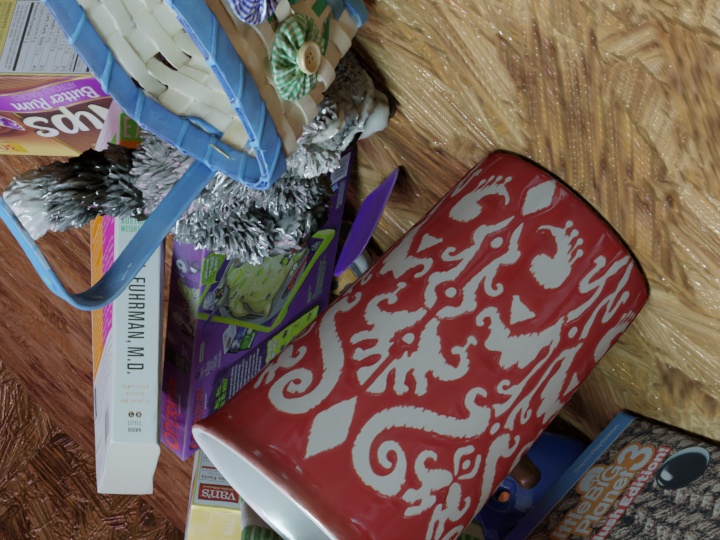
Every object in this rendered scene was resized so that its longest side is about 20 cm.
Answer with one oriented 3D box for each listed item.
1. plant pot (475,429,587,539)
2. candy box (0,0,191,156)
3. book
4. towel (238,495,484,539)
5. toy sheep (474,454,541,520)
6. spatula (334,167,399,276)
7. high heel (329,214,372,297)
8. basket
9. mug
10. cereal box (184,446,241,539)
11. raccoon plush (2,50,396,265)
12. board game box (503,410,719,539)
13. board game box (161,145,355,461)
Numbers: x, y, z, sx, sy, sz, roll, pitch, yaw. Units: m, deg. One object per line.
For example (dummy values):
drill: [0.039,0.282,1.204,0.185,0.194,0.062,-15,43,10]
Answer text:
plant pot: [0.047,0.208,1.433,0.199,0.180,0.200,12,154,24]
candy box: [-0.188,-0.114,1.320,0.199,0.057,0.117,5,161,27]
book: [-0.131,0.015,1.250,0.048,0.201,0.134,2,163,-8]
towel: [0.006,0.160,1.142,0.152,0.023,0.200,22,-161,-12]
toy sheep: [0.040,0.073,1.275,0.138,0.138,0.200,37,155,26]
spatula: [0.000,0.000,1.291,0.020,0.057,0.200,21,158,6]
high heel: [-0.065,-0.023,1.436,0.143,0.071,0.200,44,166,-12]
basket: [-0.104,-0.102,0.997,0.139,0.200,0.177,32,164,42]
mug: [0.030,0.052,1.085,0.133,0.200,0.178,44,168,-2]
cereal box: [-0.086,0.110,1.434,0.039,0.201,0.144,7,142,-3]
raccoon plush: [-0.081,-0.059,1.127,0.134,0.199,0.097,105,141,-68]
board game box: [0.165,0.179,1.165,0.097,0.159,0.200,50,165,-23]
board game box: [-0.063,0.016,1.292,0.032,0.120,0.200,36,143,20]
